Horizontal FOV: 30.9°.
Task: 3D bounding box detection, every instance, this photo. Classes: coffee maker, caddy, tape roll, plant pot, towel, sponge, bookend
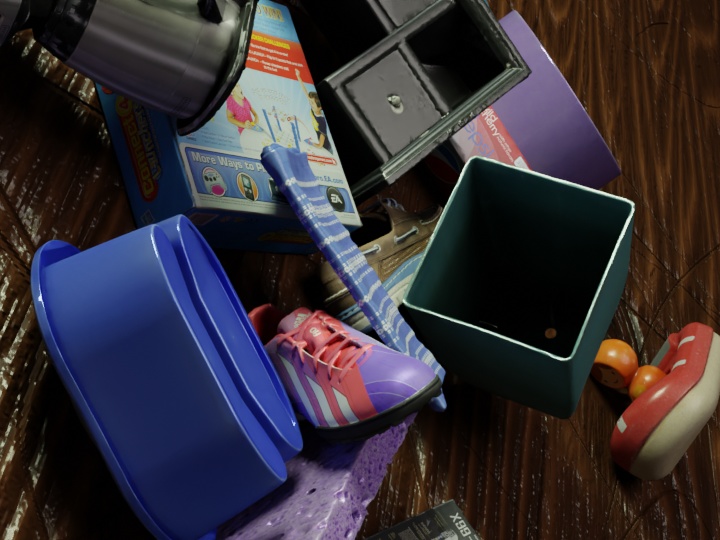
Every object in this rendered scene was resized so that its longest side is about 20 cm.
[{"bbox_3d":[-0.171,-0.201,0.814,0.198,0.135,0.194,19,40,-25],"label":"coffee maker"},{"bbox_3d":[-0.118,0.065,0.754,0.202,0.104,0.141,63,7,-3],"label":"caddy"},{"bbox_3d":[0.179,-0.160,1.337,0.201,0.084,0.200,55,9,-14],"label":"tape roll"},{"bbox_3d":[0.140,0.032,1.076,0.143,0.140,0.201,-63,157,-20],"label":"plant pot"},{"bbox_3d":[0.000,0.000,0.877,0.201,0.024,0.145,56,3,0],"label":"towel"},{"bbox_3d":[-0.036,0.141,0.806,0.030,0.111,0.200,56,31,-13],"label":"sponge"},{"bbox_3d":[0.009,-0.187,1.095,0.198,0.092,0.201,-38,96,-33],"label":"bookend"}]

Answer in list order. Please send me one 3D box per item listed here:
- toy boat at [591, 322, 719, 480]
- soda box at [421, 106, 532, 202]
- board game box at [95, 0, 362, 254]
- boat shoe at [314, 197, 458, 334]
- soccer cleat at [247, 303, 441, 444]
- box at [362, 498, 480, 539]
[{"bbox_3d":[0.295,0.120,1.350,0.130,0.131,0.200,30,31,7],"label":"toy boat"},{"bbox_3d":[0.077,-0.149,1.233,0.063,0.070,0.201,-39,103,-25],"label":"soda box"},{"bbox_3d":[-0.103,-0.116,0.963,0.199,0.056,0.198,5,62,-56],"label":"board game box"},{"bbox_3d":[0.025,-0.020,1.066,0.073,0.072,0.200,57,31,-8],"label":"boat shoe"},{"bbox_3d":[-0.020,0.059,0.816,0.068,0.199,0.074,-27,101,-24],"label":"soccer cleat"},{"bbox_3d":[0.068,0.264,0.881,0.201,0.050,0.157,54,27,16],"label":"box"}]
